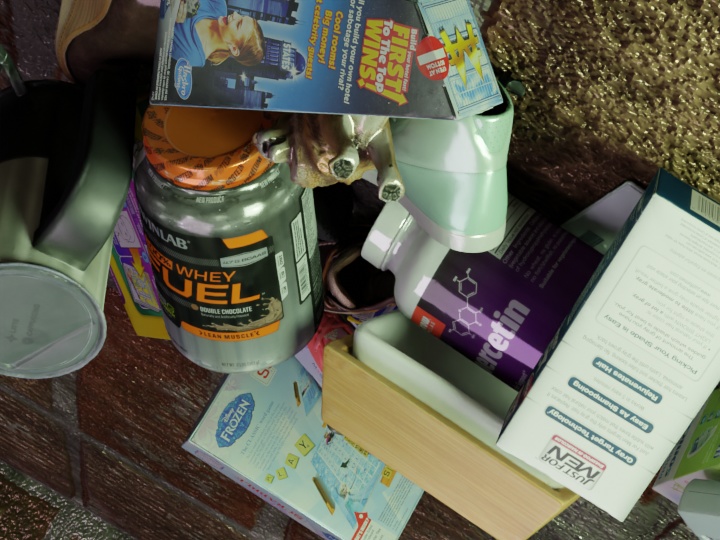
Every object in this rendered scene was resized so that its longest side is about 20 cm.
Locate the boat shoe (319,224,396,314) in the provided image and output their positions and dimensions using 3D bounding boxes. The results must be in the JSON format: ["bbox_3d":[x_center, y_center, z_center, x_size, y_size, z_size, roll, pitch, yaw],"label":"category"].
[{"bbox_3d":[0.000,0.000,1.434,0.199,0.073,0.072,5,-179,43],"label":"boat shoe"}]

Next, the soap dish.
[{"bbox_3d":[0.078,0.108,1.313,0.199,0.082,0.157,32,-162,17],"label":"soap dish"}]

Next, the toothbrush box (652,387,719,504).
[{"bbox_3d":[0.324,0.146,1.336,0.145,0.087,0.200,32,161,-5],"label":"toothbrush box"}]

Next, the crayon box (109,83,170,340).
[{"bbox_3d":[-0.157,-0.045,1.465,0.172,0.058,0.202,2,116,58],"label":"crayon box"}]

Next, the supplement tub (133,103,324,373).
[{"bbox_3d":[-0.091,-0.033,1.287,0.122,0.123,0.201,21,143,23],"label":"supplement tub"}]

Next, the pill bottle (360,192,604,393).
[{"bbox_3d":[0.102,0.013,1.280,0.199,0.113,0.113,33,160,7],"label":"pill bottle"}]

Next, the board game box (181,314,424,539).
[{"bbox_3d":[-0.020,0.118,1.585,0.199,0.201,0.041,34,160,-7],"label":"board game box"}]

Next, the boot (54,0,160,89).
[{"bbox_3d":[-0.131,-0.153,1.294,0.165,0.073,0.201,29,156,11],"label":"boot"}]

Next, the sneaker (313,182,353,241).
[{"bbox_3d":[-0.071,-0.074,1.413,0.103,0.060,0.200,17,158,26],"label":"sneaker"}]

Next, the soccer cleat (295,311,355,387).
[{"bbox_3d":[-0.039,0.044,1.534,0.200,0.068,0.073,51,165,0],"label":"soccer cleat"}]

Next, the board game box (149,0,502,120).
[{"bbox_3d":[-0.011,-0.164,1.009,0.198,0.062,0.202,20,114,25],"label":"board game box"}]

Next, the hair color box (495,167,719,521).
[{"bbox_3d":[0.178,0.048,1.171,0.099,0.201,0.061,31,-157,1],"label":"hair color box"}]

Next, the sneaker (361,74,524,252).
[{"bbox_3d":[0.031,-0.112,1.202,0.200,0.073,0.119,39,135,36],"label":"sneaker"}]

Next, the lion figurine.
[{"bbox_3d":[0.006,-0.124,1.122,0.072,0.201,0.123,18,-152,-24],"label":"lion figurine"}]

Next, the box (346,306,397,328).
[{"bbox_3d":[0.091,0.049,1.460,0.199,0.065,0.070,15,159,38],"label":"box"}]

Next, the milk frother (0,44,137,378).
[{"bbox_3d":[-0.261,-0.061,1.292,0.198,0.189,0.181,12,135,-12],"label":"milk frother"}]

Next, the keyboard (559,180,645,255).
[{"bbox_3d":[0.167,-0.019,1.285,0.056,0.011,0.200,38,159,-5],"label":"keyboard"}]

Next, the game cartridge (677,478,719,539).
[{"bbox_3d":[0.322,0.211,1.316,0.200,0.041,0.132,40,154,-29],"label":"game cartridge"}]
